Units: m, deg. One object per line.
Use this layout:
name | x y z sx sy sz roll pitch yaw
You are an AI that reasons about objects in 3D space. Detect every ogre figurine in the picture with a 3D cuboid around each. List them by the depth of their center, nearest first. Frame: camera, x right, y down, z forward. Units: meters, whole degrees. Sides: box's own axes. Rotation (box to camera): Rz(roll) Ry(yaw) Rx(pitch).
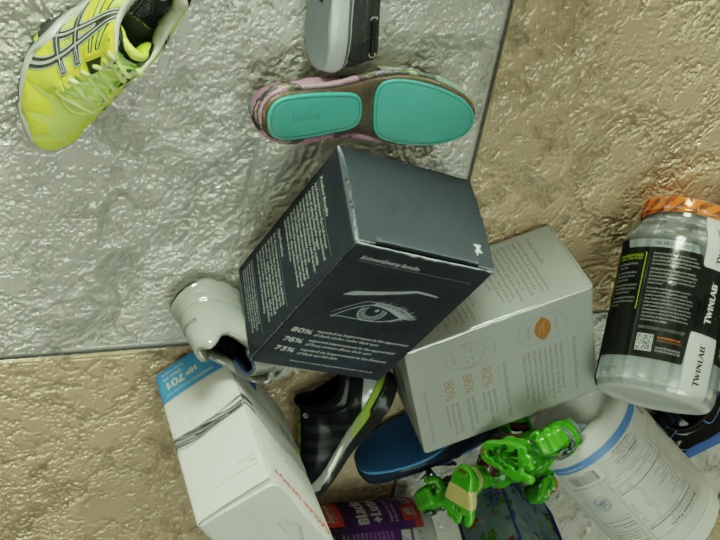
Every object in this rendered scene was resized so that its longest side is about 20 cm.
ogre figurine | 0.160 0.201 1.254 0.119 0.098 0.201 -11 143 -48

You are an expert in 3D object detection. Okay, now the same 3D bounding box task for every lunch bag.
lunch bag | 0.193 0.342 1.395 0.082 0.201 0.161 -34 130 16

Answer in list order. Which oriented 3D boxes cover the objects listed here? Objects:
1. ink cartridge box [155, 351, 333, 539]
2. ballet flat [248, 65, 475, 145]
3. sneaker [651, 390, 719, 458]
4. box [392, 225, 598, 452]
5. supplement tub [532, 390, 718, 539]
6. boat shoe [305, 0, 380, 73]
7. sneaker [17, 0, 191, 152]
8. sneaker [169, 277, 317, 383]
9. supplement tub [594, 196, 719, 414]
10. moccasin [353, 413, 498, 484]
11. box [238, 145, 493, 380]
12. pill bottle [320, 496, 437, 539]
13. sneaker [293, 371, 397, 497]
ink cartridge box | -0.111 0.186 1.148 0.085 0.201 0.147 -30 131 3
ballet flat | -0.001 -0.145 1.019 0.198 0.071 0.070 -5 122 -18
sneaker | 0.362 0.212 1.455 0.199 0.070 0.078 -39 126 3
box | 0.130 0.070 1.217 0.198 0.107 0.153 -19 131 -7
supplement tub | 0.298 0.226 1.353 0.132 0.132 0.200 -40 108 12
boat shoe | 0.002 -0.249 0.944 0.066 0.070 0.202 -11 130 -24
sneaker | -0.201 -0.168 0.916 0.075 0.077 0.200 23 117 -36
sneaker | -0.090 0.075 1.145 0.198 0.088 0.075 14 126 -31
supplement tub | 0.314 0.035 1.204 0.122 0.122 0.202 22 77 -34
moccasin | 0.092 0.193 1.319 0.198 0.081 0.069 -20 136 -5
box | 0.000 0.000 1.073 0.147 0.105 0.200 12 139 -32
pill bottle | -0.021 0.320 1.351 0.198 0.112 0.112 -1 127 -22
sneaker | -0.041 0.160 1.262 0.082 0.072 0.201 32 111 -12
